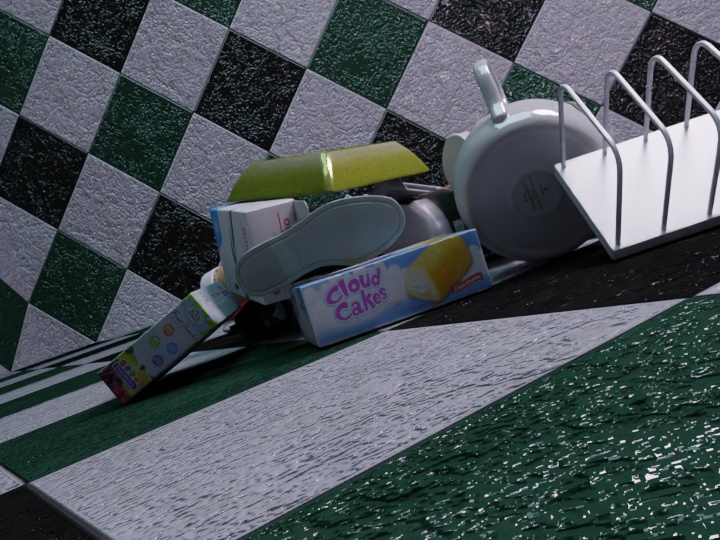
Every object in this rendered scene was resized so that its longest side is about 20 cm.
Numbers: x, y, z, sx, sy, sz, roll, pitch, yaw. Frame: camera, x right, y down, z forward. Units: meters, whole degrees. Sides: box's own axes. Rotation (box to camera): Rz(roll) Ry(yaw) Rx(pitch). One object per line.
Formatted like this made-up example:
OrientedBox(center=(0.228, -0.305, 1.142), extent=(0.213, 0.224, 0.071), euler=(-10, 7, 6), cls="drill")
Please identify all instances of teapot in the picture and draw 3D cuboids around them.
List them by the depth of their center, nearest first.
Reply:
OrientedBox(center=(0.197, -0.121, 0.934), extent=(0.196, 0.201, 0.146), euler=(15, 29, -5), cls="teapot")

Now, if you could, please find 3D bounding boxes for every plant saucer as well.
OrientedBox(center=(-0.045, -0.132, 1.040), extent=(0.199, 0.048, 0.199), euler=(0, 13, 42), cls="plant saucer")

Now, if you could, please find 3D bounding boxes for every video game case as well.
OrientedBox(center=(0.043, -0.071, 1.150), extent=(0.143, 0.018, 0.199), euler=(-46, -22, 26), cls="video game case")

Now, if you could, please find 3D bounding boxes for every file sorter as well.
OrientedBox(center=(0.303, -0.127, 0.752), extent=(0.198, 0.125, 0.139), euler=(-18, 46, -1), cls="file sorter")

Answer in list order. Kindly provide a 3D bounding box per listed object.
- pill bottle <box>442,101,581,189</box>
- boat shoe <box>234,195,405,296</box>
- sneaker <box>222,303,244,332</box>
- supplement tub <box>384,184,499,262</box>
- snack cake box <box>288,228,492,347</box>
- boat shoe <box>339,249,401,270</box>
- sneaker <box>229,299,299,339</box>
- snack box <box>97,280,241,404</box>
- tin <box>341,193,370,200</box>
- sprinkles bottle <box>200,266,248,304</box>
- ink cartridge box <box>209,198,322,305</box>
OrientedBox(center=(0.214, -0.159, 1.072), extent=(0.198, 0.113, 0.112), euler=(-15, 1, -24), cls="pill bottle")
OrientedBox(center=(-0.044, -0.032, 0.875), extent=(0.198, 0.076, 0.060), euler=(-18, 8, 10), cls="boat shoe")
OrientedBox(center=(-0.163, 0.029, 1.379), extent=(0.198, 0.117, 0.078), euler=(-18, 3, 4), cls="sneaker")
OrientedBox(center=(0.137, -0.060, 1.119), extent=(0.199, 0.124, 0.122), euler=(-20, 3, -36), cls="supplement tub")
OrientedBox(center=(0.029, 0.018, 0.869), extent=(0.198, 0.068, 0.115), euler=(-19, 4, -11), cls="snack cake box")
OrientedBox(center=(0.000, 0.000, 0.994), extent=(0.198, 0.057, 0.067), euler=(-3, 35, 22), cls="boat shoe")
OrientedBox(center=(-0.088, 0.047, 1.070), extent=(0.199, 0.078, 0.140), euler=(-27, 1, 23), cls="sneaker")
OrientedBox(center=(-0.225, 0.081, 0.973), extent=(0.142, 0.053, 0.200), euler=(-42, 3, 2), cls="snack box")
OrientedBox(center=(-0.010, -0.073, 1.221), extent=(0.111, 0.042, 0.200), euler=(-12, -8, 1), cls="tin")
OrientedBox(center=(-0.142, -0.004, 1.164), extent=(0.199, 0.069, 0.068), euler=(-27, -1, 25), cls="sprinkles bottle")
OrientedBox(center=(-0.120, -0.027, 0.987), extent=(0.067, 0.117, 0.200), euler=(-17, 11, -24), cls="ink cartridge box")
